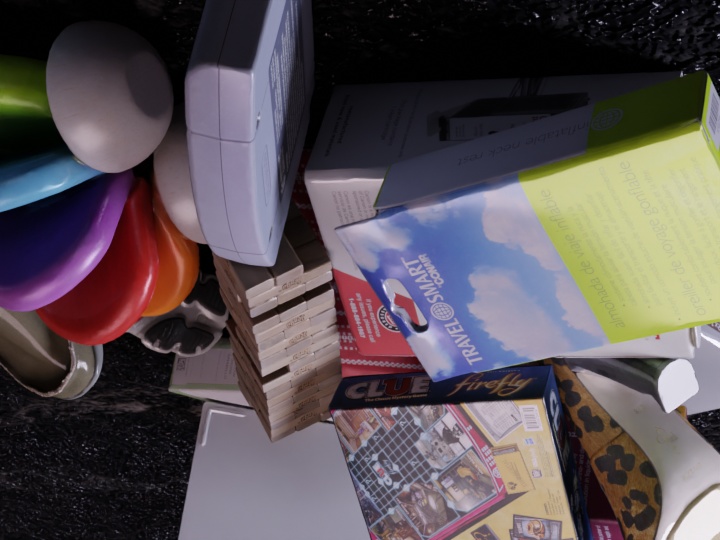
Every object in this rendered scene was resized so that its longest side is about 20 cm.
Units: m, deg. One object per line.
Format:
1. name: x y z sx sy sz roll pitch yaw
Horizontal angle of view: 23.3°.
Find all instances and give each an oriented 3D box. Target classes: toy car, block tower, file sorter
1. toy car: -0.165 -0.039 0.993 0.175 0.150 0.200 -9 150 32
2. block tower: -0.047 0.033 1.043 0.054 0.058 0.200 -25 152 -12
3. file sorter: -0.029 0.190 1.330 0.199 0.139 0.125 10 172 1

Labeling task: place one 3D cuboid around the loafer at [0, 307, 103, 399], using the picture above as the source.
1. loafer: -0.242 0.005 1.084 0.200 0.070 0.075 48 119 2

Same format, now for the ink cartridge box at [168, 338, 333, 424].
1. ink cartridge box: -0.021 0.084 1.270 0.200 0.048 0.145 0 164 46

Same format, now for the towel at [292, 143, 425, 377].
1. towel: 0.000 0.000 1.101 0.144 0.023 0.200 3 132 14

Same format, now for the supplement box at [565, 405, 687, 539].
1. supplement box: 0.119 0.143 1.166 0.199 0.086 0.110 2 153 15

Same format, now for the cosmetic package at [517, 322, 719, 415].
1. cosmetic package: 0.176 0.045 1.143 0.200 0.090 0.107 -20 142 41

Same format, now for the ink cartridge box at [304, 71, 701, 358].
1. ink cartridge box: 0.086 -0.028 0.974 0.199 0.083 0.147 0 134 17

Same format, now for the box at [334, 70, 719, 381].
1. box: 0.102 -0.016 0.885 0.200 0.048 0.122 -15 125 28

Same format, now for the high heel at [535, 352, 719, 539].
1. high heel: 0.160 0.114 1.070 0.142 0.071 0.200 30 138 55

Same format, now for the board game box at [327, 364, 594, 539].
1. board game box: 0.071 0.151 1.087 0.135 0.035 0.200 -4 122 19

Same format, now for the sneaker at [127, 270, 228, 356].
1. sneaker: -0.187 0.005 1.186 0.200 0.081 0.083 30 168 -26

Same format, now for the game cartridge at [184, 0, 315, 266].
1. game cartridge: -0.053 -0.088 0.876 0.041 0.133 0.200 14 155 7
